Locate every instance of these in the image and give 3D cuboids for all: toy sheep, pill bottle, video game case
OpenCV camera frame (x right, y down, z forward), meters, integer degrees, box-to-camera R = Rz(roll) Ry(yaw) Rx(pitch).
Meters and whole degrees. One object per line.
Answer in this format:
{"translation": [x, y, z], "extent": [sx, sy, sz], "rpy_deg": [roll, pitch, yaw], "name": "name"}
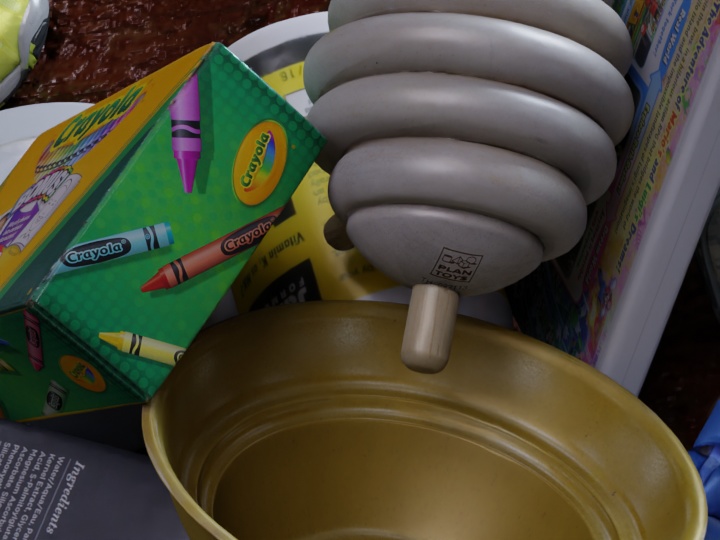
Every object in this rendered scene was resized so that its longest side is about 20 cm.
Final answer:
{"translation": [0.039, -0.059, 0.784], "extent": [0.137, 0.138, 0.202], "rpy_deg": [-1, 76, 21], "name": "toy sheep"}
{"translation": [0.000, 0.000, 0.899], "extent": [0.113, 0.114, 0.201], "rpy_deg": [-22, 62, 8], "name": "pill bottle"}
{"translation": [0.097, -0.062, 0.844], "extent": [0.023, 0.201, 0.183], "rpy_deg": [5, 32, -19], "name": "video game case"}

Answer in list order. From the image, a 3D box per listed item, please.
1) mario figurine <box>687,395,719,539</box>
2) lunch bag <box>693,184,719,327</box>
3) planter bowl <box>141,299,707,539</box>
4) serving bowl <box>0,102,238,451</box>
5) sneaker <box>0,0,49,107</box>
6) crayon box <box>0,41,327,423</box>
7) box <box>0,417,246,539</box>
{"translation": [0.116, 0.140, 0.818], "extent": [0.200, 0.106, 0.123], "rpy_deg": [-44, 21, -19], "name": "mario figurine"}
{"translation": [0.211, -0.073, 0.857], "extent": [0.198, 0.140, 0.169], "rpy_deg": [-19, 46, 12], "name": "lunch bag"}
{"translation": [0.016, 0.096, 0.743], "extent": [0.198, 0.084, 0.201], "rpy_deg": [9, 27, -5], "name": "planter bowl"}
{"translation": [-0.142, -0.009, 0.956], "extent": [0.198, 0.066, 0.201], "rpy_deg": [0, 50, 0], "name": "serving bowl"}
{"translation": [-0.256, -0.107, 1.089], "extent": [0.199, 0.077, 0.076], "rpy_deg": [-22, 54, 7], "name": "sneaker"}
{"translation": [-0.104, -0.007, 0.803], "extent": [0.119, 0.058, 0.200], "rpy_deg": [-57, 18, -22], "name": "crayon box"}
{"translation": [-0.126, 0.136, 0.855], "extent": [0.198, 0.148, 0.105], "rpy_deg": [11, 66, 27], "name": "box"}
